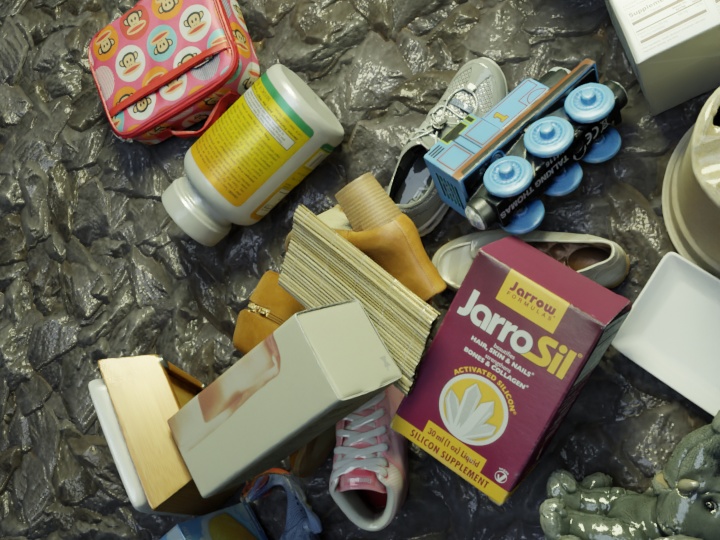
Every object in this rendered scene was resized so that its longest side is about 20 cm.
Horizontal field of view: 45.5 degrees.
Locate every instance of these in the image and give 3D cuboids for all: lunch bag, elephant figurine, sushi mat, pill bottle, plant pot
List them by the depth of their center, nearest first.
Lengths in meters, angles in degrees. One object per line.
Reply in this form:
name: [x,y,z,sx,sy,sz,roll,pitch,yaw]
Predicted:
plant pot: [0.346,-0.082,0.709,0.199,0.183,0.202,-4,81,24]
elephant figurine: [0.264,0.219,0.723,0.199,0.155,0.142,-20,52,29]
sushi mat: [-0.009,0.025,0.811,0.200,0.012,0.096,38,128,34]
pill bottle: [-0.124,-0.123,0.960,0.200,0.113,0.113,-42,69,13]
lunch bag: [-0.224,-0.242,1.043,0.199,0.082,0.177,-25,77,20]

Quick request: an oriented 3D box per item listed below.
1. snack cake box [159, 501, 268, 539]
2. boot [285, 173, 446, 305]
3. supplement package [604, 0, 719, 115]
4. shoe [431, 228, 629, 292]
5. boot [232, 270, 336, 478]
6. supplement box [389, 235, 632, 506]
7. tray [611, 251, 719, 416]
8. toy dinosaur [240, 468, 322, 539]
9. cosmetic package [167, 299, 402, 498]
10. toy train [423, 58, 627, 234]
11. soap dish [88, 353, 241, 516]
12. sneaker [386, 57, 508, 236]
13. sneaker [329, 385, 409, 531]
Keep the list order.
snack cake box: [-0.125,0.352,0.885,0.067,0.115,0.200,-42,69,23]
boot: [0.001,0.000,0.876,0.144,0.071,0.201,59,150,2]
supplement package: [0.326,-0.248,0.757,0.199,0.156,0.111,-23,75,19]
shoe: [0.161,-0.011,0.851,0.199,0.053,0.070,-2,81,23]
boot: [-0.080,0.108,0.934,0.143,0.071,0.202,15,81,25]
supplement box: [0.136,0.089,0.790,0.131,0.103,0.201,32,112,21]
tray: [0.337,0.078,0.771,0.200,0.022,0.108,36,110,24]
toy dinosaur: [-0.070,0.300,0.898,0.105,0.200,0.182,-23,35,9]
cosmetic package: [-0.073,0.118,0.791,0.200,0.103,0.088,-38,74,30]
toy train: [0.162,-0.123,0.827,0.200,0.087,0.114,-42,51,-8]
soap dish: [-0.199,0.177,0.912,0.081,0.200,0.158,-26,71,-2]
sneaker: [0.088,-0.129,0.884,0.075,0.082,0.201,27,94,24]
sneaker: [0.008,0.156,0.835,0.075,0.105,0.201,-5,99,13]
